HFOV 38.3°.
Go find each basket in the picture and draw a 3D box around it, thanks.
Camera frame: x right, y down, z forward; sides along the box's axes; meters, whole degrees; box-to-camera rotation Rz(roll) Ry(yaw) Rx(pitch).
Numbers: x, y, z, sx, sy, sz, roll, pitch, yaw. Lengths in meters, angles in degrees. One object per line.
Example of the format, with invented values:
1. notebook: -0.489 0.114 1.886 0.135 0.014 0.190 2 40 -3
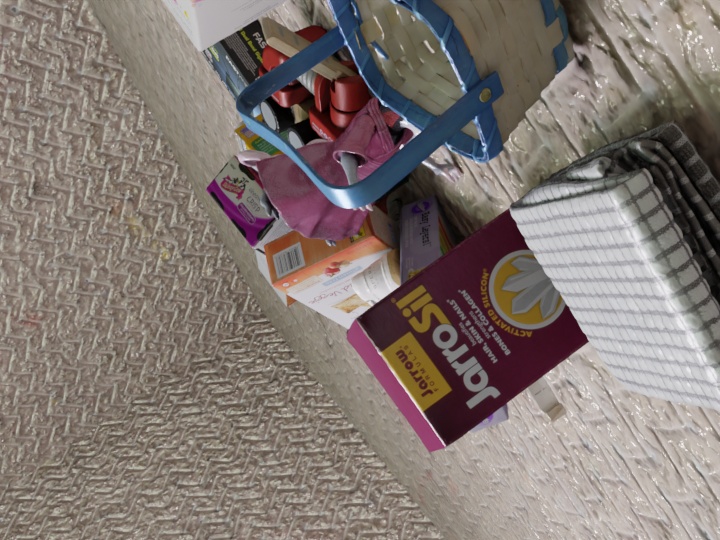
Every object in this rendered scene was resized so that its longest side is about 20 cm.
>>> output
1. basket: 0.028 -0.133 0.679 0.176 0.200 0.139 45 165 48

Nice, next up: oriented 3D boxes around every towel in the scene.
1. towel: 0.192 -0.005 0.676 0.166 0.085 0.200 58 171 -3

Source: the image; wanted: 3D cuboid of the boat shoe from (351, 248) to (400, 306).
1. boat shoe: 0.046 0.041 1.163 0.200 0.069 0.071 50 -156 -53

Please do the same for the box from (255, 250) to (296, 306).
1. box: -0.110 -0.027 1.838 0.098 0.124 0.200 53 170 9

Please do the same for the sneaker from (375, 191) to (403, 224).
1. sneaker: 0.044 -0.034 1.296 0.082 0.078 0.200 47 177 21

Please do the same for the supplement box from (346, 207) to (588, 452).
1. supplement box: 0.105 0.042 0.878 0.131 0.200 0.103 53 170 6

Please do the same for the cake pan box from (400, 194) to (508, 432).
1. cake pan box: 0.100 0.047 1.116 0.184 0.052 0.201 -82 -31 -58

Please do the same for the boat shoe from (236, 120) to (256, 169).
1. boat shoe: -0.169 -0.173 1.801 0.086 0.074 0.202 40 159 53

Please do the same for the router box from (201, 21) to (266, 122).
1. router box: -0.168 -0.300 1.441 0.200 0.062 0.150 54 168 8

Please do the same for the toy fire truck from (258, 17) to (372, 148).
1. toy fire truck: -0.053 -0.207 1.100 0.176 0.128 0.201 49 156 36

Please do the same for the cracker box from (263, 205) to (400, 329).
1. cracker box: 0.000 0.000 1.193 0.200 0.134 0.058 32 -143 -55

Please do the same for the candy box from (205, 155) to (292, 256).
1. candy box: -0.084 -0.048 1.299 0.200 0.061 0.136 34 -169 -49

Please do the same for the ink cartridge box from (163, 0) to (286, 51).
1. ink cartridge box: -0.137 -0.335 0.966 0.148 0.144 0.200 55 169 7

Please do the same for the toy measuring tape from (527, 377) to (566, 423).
1. toy measuring tape: 0.172 0.082 1.065 0.200 0.073 0.074 59 169 -18

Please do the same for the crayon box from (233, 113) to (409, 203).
1. crayon box: -0.049 -0.136 1.232 0.200 0.125 0.052 47 167 41

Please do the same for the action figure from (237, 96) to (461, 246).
1. action figure: 0.000 -0.116 1.019 0.134 0.200 0.149 -9 -120 -53
